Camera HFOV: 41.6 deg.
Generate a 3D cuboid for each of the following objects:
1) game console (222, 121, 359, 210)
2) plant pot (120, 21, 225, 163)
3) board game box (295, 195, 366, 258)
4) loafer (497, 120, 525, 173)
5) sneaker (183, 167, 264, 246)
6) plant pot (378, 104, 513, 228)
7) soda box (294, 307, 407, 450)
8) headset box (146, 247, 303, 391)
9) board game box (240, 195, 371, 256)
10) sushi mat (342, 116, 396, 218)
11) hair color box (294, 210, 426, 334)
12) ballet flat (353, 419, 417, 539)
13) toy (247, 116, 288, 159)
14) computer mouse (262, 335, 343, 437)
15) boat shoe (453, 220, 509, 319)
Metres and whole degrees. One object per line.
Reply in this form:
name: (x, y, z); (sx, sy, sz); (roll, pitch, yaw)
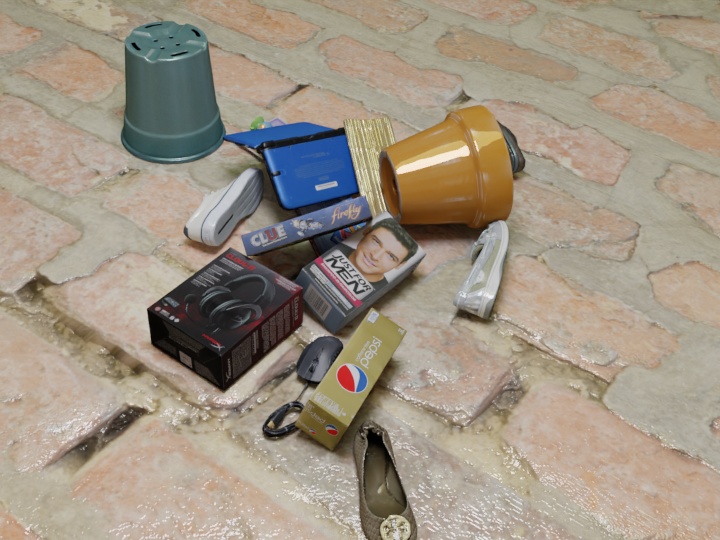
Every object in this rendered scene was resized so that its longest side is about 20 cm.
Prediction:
game console: (-0.112, -0.187, 1.654); (0.198, 0.118, 0.173); (-18, 86, -40)
plant pot: (-0.348, -0.334, 1.740); (0.197, 0.198, 0.202); (3, 41, -3)
board game box: (-0.040, -0.069, 1.595); (0.101, 0.020, 0.201); (-11, 43, -16)
loafer: (0.264, -0.252, 1.800); (0.062, 0.073, 0.201); (-9, 40, -24)
sneaker: (-0.228, -0.116, 1.593); (0.070, 0.074, 0.200); (12, 37, 19)
plant pot: (0.133, -0.158, 1.585); (0.181, 0.202, 0.201); (-14, 43, -11)
soda box: (-0.011, 0.146, 1.301); (0.064, 0.068, 0.200); (33, 45, 4)
headset box: (-0.188, 0.061, 1.388); (0.148, 0.078, 0.200); (28, 47, 25)
board game box: (-0.079, -0.068, 1.477); (0.197, 0.035, 0.135); (-18, 1, 1)
sushi mat: (0.032, -0.177, 1.655); (0.094, 0.012, 0.203); (-4, 70, -26)
hair color box: (0.000, 0.000, 1.464); (0.099, 0.061, 0.199); (46, 52, 9)
ballet flat: (0.028, 0.267, 1.190); (0.066, 0.047, 0.201); (-4, 41, -8)
toy: (-0.130, -0.234, 1.756); (0.199, 0.048, 0.115); (34, 49, 30)
computer mouse: (-0.079, 0.155, 1.321); (0.058, 0.034, 0.201); (18, 43, 14)
boat shoe: (0.195, -0.009, 1.508); (0.064, 0.075, 0.203); (14, 48, 5)
